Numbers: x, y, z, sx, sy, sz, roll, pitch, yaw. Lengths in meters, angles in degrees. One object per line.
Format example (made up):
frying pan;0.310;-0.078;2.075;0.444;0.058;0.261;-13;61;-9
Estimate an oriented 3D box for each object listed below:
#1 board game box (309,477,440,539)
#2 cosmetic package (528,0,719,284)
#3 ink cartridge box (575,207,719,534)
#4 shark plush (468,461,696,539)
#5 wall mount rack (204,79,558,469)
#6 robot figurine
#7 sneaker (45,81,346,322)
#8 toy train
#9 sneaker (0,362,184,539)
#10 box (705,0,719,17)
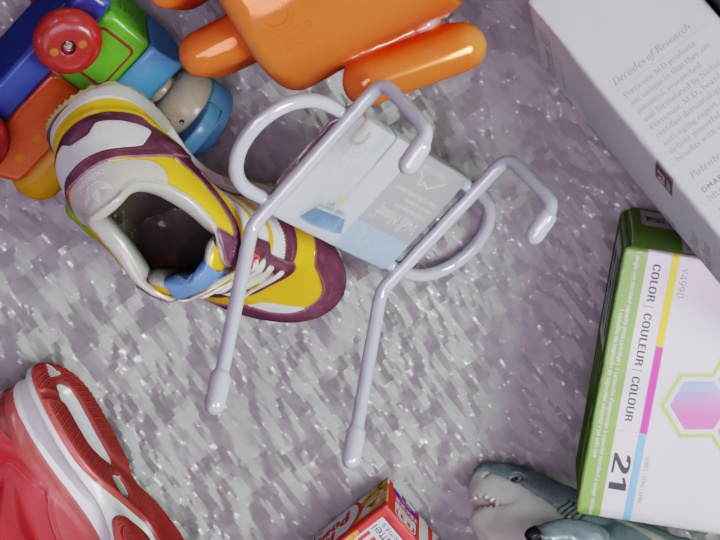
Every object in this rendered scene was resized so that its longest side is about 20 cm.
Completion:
board game box;-0.014;0.231;1.606;0.200;0.046;0.152;-39;101;12
cosmetic package;0.168;-0.062;1.442;0.074;0.102;0.200;-38;73;-4
ink cartridge box;0.220;0.060;1.533;0.200;0.076;0.148;9;106;1
shark plush;0.155;0.141;1.557;0.200;0.083;0.091;0;131;6
wall mount rack;0.000;0.000;1.467;0.174;0.075;0.200;-49;141;12
robot figurine;-0.004;-0.163;1.457;0.200;0.144;0.117;-28;140;10
sneaker;-0.077;-0.009;1.483;0.075;0.090;0.200;-40;131;21
toy train;-0.167;-0.055;1.519;0.116;0.085;0.200;37;107;-24
sneaker;-0.159;0.159;1.573;0.115;0.078;0.200;-30;78;20
box;0.269;-0.117;1.457;0.148;0.104;0.200;-36;101;4
